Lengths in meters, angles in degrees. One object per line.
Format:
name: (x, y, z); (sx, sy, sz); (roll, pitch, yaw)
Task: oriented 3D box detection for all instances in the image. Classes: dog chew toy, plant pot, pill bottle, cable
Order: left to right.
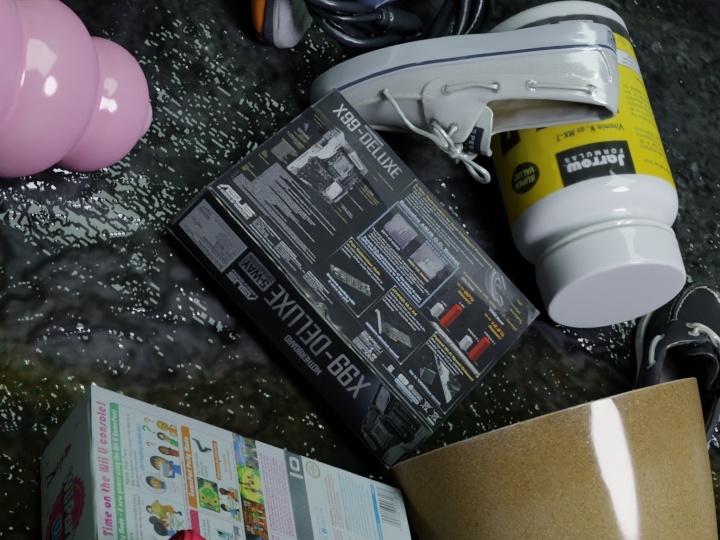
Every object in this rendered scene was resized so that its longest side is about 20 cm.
dog chew toy: (-0.204, -0.108, 1.136); (0.200, 0.124, 0.125); (14, 54, -39)
cable: (0.026, -0.209, 1.339); (0.200, 0.051, 0.163); (46, 59, -40)
pill bottle: (0.149, -0.071, 1.371); (0.114, 0.114, 0.200); (6, 58, -34)
plant pot: (0.132, 0.182, 1.168); (0.186, 0.186, 0.200); (-11, 81, -40)

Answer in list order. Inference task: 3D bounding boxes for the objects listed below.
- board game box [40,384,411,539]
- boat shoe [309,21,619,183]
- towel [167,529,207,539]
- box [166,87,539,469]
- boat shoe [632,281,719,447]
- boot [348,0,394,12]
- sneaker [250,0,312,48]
board game box: (-0.066, 0.158, 1.072); (0.200, 0.064, 0.148); (23, 31, -25)
boat shoe: (0.069, -0.099, 1.311); (0.202, 0.075, 0.086); (-7, 72, 4)
towel: (-0.060, 0.231, 0.996); (0.200, 0.022, 0.145); (40, 84, -27)
box: (0.000, 0.000, 1.252); (0.200, 0.050, 0.158); (47, 40, -1)
boat shoe: (0.216, 0.071, 1.366); (0.074, 0.060, 0.200); (41, 46, -6)
boot: (0.040, -0.249, 1.448); (0.200, 0.073, 0.090); (-34, 92, -37)
sneaker: (-0.079, -0.248, 1.352); (0.078, 0.112, 0.200); (16, 78, -73)
